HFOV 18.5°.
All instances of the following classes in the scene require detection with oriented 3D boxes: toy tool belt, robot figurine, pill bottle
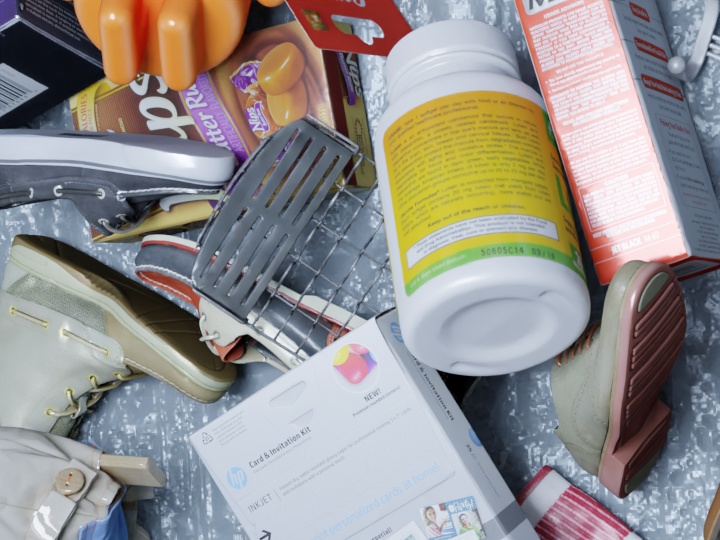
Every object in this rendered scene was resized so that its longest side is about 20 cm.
[{"bbox_3d":[-0.190,0.190,1.499,0.123,0.200,0.125,1,46,-1],"label":"toy tool belt"},{"bbox_3d":[-0.123,-0.209,1.457,0.144,0.117,0.200,-22,39,33],"label":"robot figurine"},{"bbox_3d":[0.067,-0.048,1.322,0.111,0.111,0.200,-24,54,23],"label":"pill bottle"}]

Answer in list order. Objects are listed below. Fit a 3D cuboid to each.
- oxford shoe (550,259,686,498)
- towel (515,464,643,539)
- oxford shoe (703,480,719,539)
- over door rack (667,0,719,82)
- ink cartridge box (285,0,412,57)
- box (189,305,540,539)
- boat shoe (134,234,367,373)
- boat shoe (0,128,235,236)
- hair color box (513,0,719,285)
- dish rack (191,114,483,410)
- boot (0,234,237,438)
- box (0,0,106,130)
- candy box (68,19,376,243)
[{"bbox_3d":[0.145,0.059,1.324,0.074,0.071,0.200,32,144,24],"label":"oxford shoe"},{"bbox_3d":[0.145,0.234,1.371,0.200,0.023,0.144,40,84,18],"label":"towel"},{"bbox_3d":[0.253,0.087,1.338,0.071,0.071,0.200,36,106,50],"label":"oxford shoe"},{"bbox_3d":[0.282,-0.185,1.318,0.148,0.067,0.200,25,100,23],"label":"over door rack"},{"bbox_3d":[-0.028,-0.229,1.413,0.057,0.163,0.200,-44,72,23],"label":"ink cartridge box"},{"bbox_3d":[0.009,0.147,1.354,0.156,0.041,0.200,-34,88,25],"label":"box"},{"bbox_3d":[-0.071,0.036,1.475,0.200,0.071,0.063,25,81,18],"label":"boat shoe"},{"bbox_3d":[-0.171,-0.056,1.472,0.200,0.070,0.066,5,100,26],"label":"boat shoe"},{"bbox_3d":[0.159,-0.092,1.349,0.064,0.111,0.200,-18,81,22],"label":"hair color box"},{"bbox_3d":[0.000,0.000,1.403,0.200,0.055,0.153,33,82,-2],"label":"dish rack"},{"bbox_3d":[-0.188,0.082,1.534,0.200,0.072,0.155,30,102,26],"label":"boot"},{"bbox_3d":[-0.272,-0.202,1.532,0.148,0.104,0.200,-28,60,23],"label":"box"},{"bbox_3d":[-0.096,-0.092,1.502,0.200,0.056,0.117,-12,85,26],"label":"candy box"}]
